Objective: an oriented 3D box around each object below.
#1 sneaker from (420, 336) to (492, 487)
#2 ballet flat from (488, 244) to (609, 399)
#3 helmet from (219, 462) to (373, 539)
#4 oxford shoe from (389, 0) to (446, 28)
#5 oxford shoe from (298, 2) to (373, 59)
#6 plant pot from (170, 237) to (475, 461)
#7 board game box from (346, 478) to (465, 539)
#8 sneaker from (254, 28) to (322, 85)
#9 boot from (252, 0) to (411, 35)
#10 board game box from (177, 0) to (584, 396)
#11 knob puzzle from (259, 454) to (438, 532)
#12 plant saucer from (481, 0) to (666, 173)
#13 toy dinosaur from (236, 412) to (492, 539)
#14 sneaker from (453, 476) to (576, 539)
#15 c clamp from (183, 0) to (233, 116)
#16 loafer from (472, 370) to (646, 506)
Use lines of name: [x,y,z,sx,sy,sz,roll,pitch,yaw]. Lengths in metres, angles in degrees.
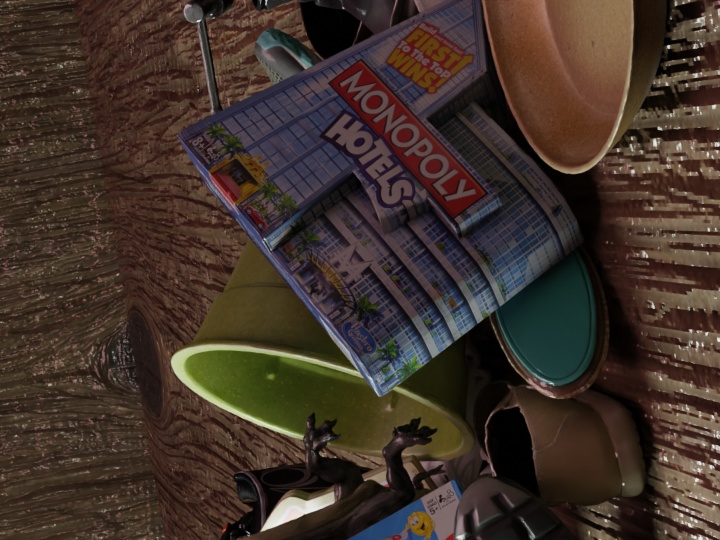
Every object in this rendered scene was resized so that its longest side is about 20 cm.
sneaker: [0.058,0.134,1.175,0.075,0.080,0.203,-163,65,-75]
ballet flat: [0.101,-0.001,0.989,0.065,0.070,0.201,55,-167,-54]
helmet: [-0.014,0.242,1.295,0.200,0.189,0.202,-167,90,-72]
oxford shoe: [0.052,-0.207,1.016,0.201,0.057,0.076,98,159,-45]
oxford shoe: [-0.016,-0.238,1.171,0.085,0.072,0.202,-71,-24,-53]
plant pot: [0.000,0.000,1.082,0.200,0.198,0.192,128,159,-70]
board game box: [0.019,0.246,1.047,0.201,0.194,0.056,58,-176,-45]
sneaker: [-0.038,-0.085,1.237,0.201,0.091,0.078,60,173,-35]
boot: [-0.012,-0.184,1.118,0.070,0.130,0.202,169,91,-74]
board game box: [0.028,-0.064,0.974,0.200,0.199,0.062,48,172,34]
knob puzzle: [0.000,0.236,1.151,0.031,0.217,0.222,-64,-25,-59]
plant saucer: [0.112,-0.153,0.869,0.200,0.035,0.203,170,90,-75]
toy dinosaur: [0.002,0.133,1.012,0.047,0.198,0.089,-129,38,-60]
sneaker: [0.109,0.195,0.959,0.201,0.075,0.079,59,-172,-19]
c clamp: [-0.080,-0.225,1.148,0.200,0.027,0.173,-56,-35,-55]
loafer: [0.103,0.099,1.007,0.200,0.067,0.077,175,85,-75]
